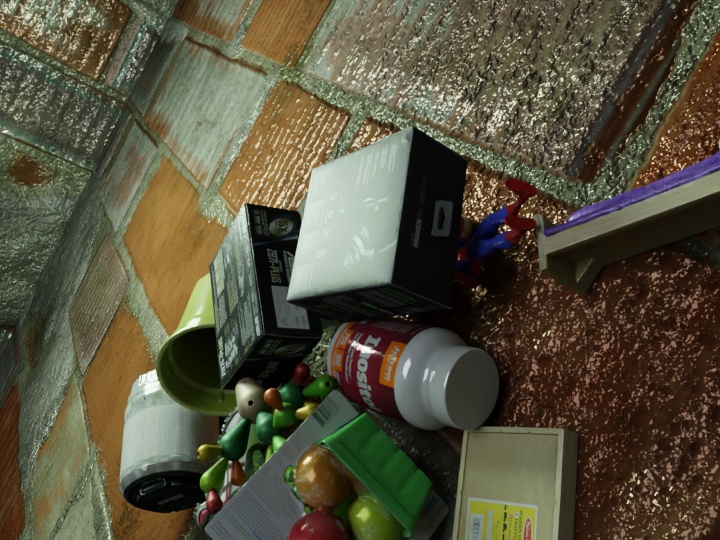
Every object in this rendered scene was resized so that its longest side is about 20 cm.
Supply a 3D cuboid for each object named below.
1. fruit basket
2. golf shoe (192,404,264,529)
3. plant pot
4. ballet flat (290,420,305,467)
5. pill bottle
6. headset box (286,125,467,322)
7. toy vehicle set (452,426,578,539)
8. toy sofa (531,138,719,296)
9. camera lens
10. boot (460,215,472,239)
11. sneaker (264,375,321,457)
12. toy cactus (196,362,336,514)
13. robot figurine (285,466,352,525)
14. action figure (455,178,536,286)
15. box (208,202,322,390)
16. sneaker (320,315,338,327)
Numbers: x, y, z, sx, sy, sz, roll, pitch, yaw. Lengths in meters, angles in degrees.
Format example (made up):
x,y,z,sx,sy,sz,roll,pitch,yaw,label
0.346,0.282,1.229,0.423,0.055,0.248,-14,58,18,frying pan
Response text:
x,y,z,sx,sy,sz,roll,pitch,yaw,label
-0.029,0.261,0.683,0.200,0.185,0.094,-44,-6,-20,fruit basket
-0.152,0.268,0.880,0.087,0.077,0.203,19,93,31,golf shoe
-0.224,0.102,1.074,0.200,0.199,0.185,-45,30,25,plant pot
-0.081,0.307,0.873,0.070,0.067,0.203,19,86,30,ballet flat
0.057,0.117,0.751,0.199,0.112,0.115,5,74,53,pill bottle
0.021,-0.044,0.729,0.199,0.092,0.177,-13,62,49,headset box
0.145,0.257,0.632,0.123,0.026,0.203,-12,61,48,toy vehicle set
0.267,-0.057,0.611,0.199,0.082,0.099,-24,54,43,toy sofa
-0.316,0.287,1.088,0.160,0.159,0.202,-41,42,29,camera lens
0.052,-0.060,0.864,0.198,0.107,0.076,1,62,48,boot
-0.123,0.235,0.946,0.077,0.072,0.202,38,101,50,sneaker
-0.125,0.180,0.786,0.200,0.102,0.165,-49,32,-2,toy cactus
-0.058,0.297,0.768,0.173,0.116,0.201,17,59,28,robot figurine
0.113,-0.036,0.733,0.200,0.097,0.066,114,167,-65,action figure
-0.137,0.039,0.893,0.164,0.085,0.202,-49,45,44,box
0.000,0.000,0.869,0.198,0.075,0.117,-19,90,30,sneaker
